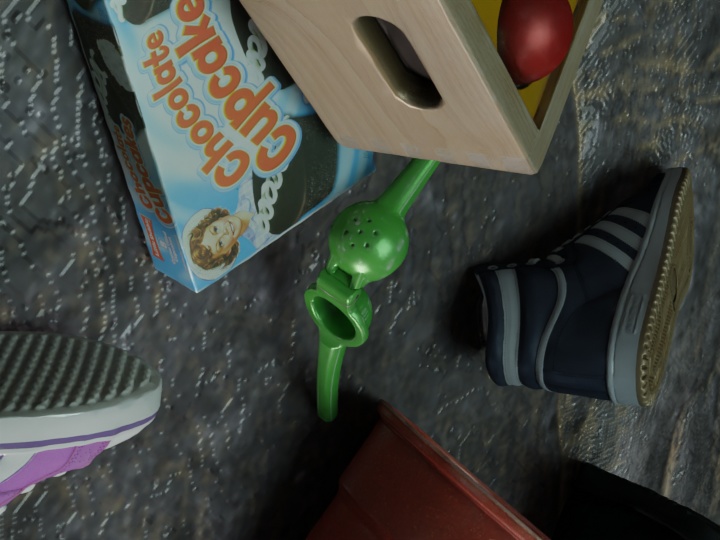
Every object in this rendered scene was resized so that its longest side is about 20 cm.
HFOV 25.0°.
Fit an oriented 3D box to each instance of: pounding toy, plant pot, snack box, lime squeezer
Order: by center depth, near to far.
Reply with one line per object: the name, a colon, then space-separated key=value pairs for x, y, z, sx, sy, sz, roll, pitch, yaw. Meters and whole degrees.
pounding toy: x=0.038 y=-0.147 z=0.656 sx=0.200 sy=0.142 sz=0.184 roll=53 pitch=54 yaw=-53
snack box: x=-0.062 y=-0.102 z=0.708 sx=0.116 sy=0.037 sz=0.200 roll=-36 pitch=131 yaw=-28
lime squeezer: x=0.000 y=0.000 z=0.786 sx=0.071 sy=0.038 sz=0.200 roll=-56 pitch=171 yaw=-64
plant pot: x=0.024 y=0.205 z=0.849 sx=0.195 sy=0.201 sz=0.201 roll=-49 pitch=137 yaw=-2

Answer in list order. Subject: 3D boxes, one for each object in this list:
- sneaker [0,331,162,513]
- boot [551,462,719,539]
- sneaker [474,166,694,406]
sneaker: x=-0.179 y=0.094 z=0.676 sx=0.200 sy=0.073 sz=0.115 roll=-11 pitch=121 yaw=-29
boot: x=0.148 y=0.213 z=0.969 sx=0.076 sy=0.200 sz=0.168 roll=30 pitch=85 yaw=-18
sneaker: x=0.130 y=0.001 z=0.937 sx=0.200 sy=0.108 sz=0.070 roll=-61 pitch=146 yaw=-50
